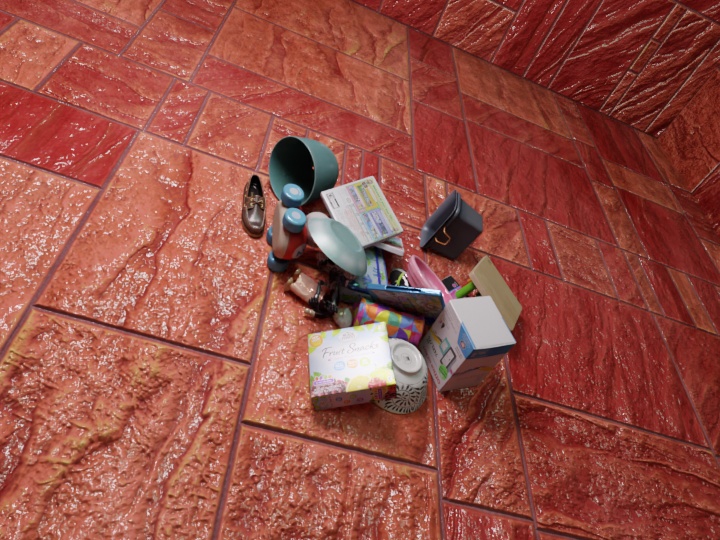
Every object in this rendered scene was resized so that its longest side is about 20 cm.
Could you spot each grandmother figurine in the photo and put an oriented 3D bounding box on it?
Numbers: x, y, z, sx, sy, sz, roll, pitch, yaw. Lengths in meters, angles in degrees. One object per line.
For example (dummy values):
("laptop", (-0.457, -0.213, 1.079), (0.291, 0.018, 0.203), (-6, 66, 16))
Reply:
("grandmother figurine", (-0.101, 0.078, 1.408), (0.198, 0.061, 0.122), (38, 70, 5))

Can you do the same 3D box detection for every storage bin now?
("storage bin", (0.301, -0.130, 1.730), (0.132, 0.201, 0.148), (28, 41, -13))

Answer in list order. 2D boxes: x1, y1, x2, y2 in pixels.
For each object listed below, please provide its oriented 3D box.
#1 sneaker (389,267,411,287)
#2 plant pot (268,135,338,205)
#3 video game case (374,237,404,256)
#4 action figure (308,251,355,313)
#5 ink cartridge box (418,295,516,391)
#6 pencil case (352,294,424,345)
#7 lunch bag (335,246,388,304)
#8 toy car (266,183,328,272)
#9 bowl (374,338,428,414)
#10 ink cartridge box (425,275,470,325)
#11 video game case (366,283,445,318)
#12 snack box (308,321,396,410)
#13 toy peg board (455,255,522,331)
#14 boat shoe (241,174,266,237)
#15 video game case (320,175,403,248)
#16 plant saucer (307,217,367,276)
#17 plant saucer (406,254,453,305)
("sneaker", (0.117, 0.077, 1.515), (0.080, 0.073, 0.204), (-5, 52, -28))
("plant pot", (-0.158, -0.306, 1.637), (0.201, 0.203, 0.159), (47, 35, 20))
("video game case", (0.061, -0.095, 1.606), (0.139, 0.018, 0.200), (20, 13, -3))
("action figure", (-0.068, 0.007, 1.370), (0.115, 0.103, 0.205), (17, 55, -6))
("ink cartridge box", (0.272, 0.193, 1.396), (0.142, 0.203, 0.149), (-3, 50, -28))
("pencil case", (0.072, 0.133, 1.414), (0.194, 0.090, 0.090), (18, 43, -3))
("lunch bag", (0.000, 0.000, 1.517), (0.156, 0.083, 0.205), (15, 45, -20))
("toy car", (-0.140, -0.101, 1.456), (0.194, 0.186, 0.181), (10, 45, -22))
("bowl", (0.098, 0.240, 1.334), (0.194, 0.095, 0.205), (16, 43, -15))
("ink cartridge box", (0.238, 0.087, 1.601), (0.197, 0.038, 0.095), (-24, 65, -39))
("video game case", (0.124, 0.082, 1.398), (0.193, 0.144, 0.018), (5, 63, 20))
("snack box", (-0.022, 0.221, 1.249), (0.192, 0.069, 0.172), (-8, 49, 0))
("toy peg board", (0.384, 0.086, 1.626), (0.203, 0.097, 0.198), (56, 30, 1))
("boat shoe", (-0.306, -0.191, 1.534), (0.068, 0.071, 0.205), (5, 49, -25))
("video game case", (0.004, -0.163, 1.525), (0.177, 0.022, 0.204), (-20, 69, -23))
("plant saucer", (-0.047, -0.074, 1.360), (0.199, 0.039, 0.203), (38, 22, -18))
("plant saucer", (0.193, 0.050, 1.495), (0.201, 0.051, 0.202), (46, 16, -17))
